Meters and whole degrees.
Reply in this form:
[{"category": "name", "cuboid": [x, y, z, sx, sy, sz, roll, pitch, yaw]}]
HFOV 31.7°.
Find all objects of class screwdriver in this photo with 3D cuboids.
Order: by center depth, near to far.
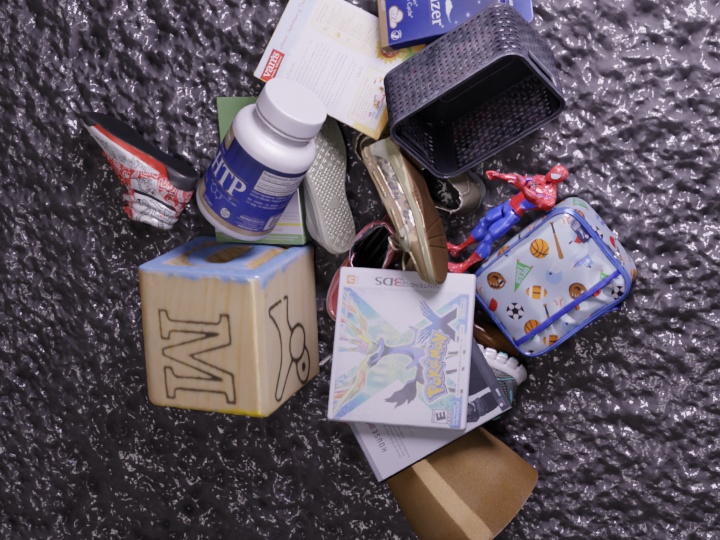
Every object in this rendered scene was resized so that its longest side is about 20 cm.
[{"category": "screwdriver", "cuboid": [-0.017, 0.101, 1.722, 0.028, 0.200, 0.029, 24, 117, 15]}]

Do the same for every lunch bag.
[{"category": "lunch bag", "cuboid": [0.257, 0.012, 1.653, 0.199, 0.076, 0.161, -37, 91, 28]}]

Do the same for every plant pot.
[{"category": "plant pot", "cuboid": [0.107, 0.263, 1.716, 0.186, 0.186, 0.200, -41, 93, 27]}]

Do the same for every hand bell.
[{"category": "hand bell", "cuboid": [0.132, 0.060, 1.727, 0.199, 0.104, 0.105, 31, 115, -3]}]

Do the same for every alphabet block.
[{"category": "alphabet block", "cuboid": [-0.181, 0.073, 1.790, 0.194, 0.195, 0.203, 5, 106, 23]}]

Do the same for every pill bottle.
[{"category": "pill bottle", "cuboid": [-0.128, -0.149, 1.675, 0.119, 0.120, 0.201, 39, 124, 8]}]

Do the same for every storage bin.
[{"category": "storage bin", "cuboid": [0.140, -0.222, 1.585, 0.199, 0.095, 0.135, -29, 137, 27]}]

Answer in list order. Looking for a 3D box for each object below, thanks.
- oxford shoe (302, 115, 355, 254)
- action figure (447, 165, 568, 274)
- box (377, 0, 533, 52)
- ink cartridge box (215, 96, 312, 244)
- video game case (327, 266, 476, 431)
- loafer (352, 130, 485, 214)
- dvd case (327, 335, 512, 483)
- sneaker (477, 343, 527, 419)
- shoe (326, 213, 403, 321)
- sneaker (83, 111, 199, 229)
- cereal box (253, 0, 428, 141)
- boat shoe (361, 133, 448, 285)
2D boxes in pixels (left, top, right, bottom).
[{"category": "oxford shoe", "cuboid": [-0.053, -0.122, 1.751, 0.058, 0.074, 0.203, 8, 111, 58]}, {"category": "action figure", "cuboid": [0.171, -0.082, 1.615, 0.199, 0.066, 0.099, -36, 130, 23]}, {"category": "box", "cuboid": [0.115, -0.356, 1.603, 0.197, 0.032, 0.123, -8, 82, 21]}, {"category": "ink cartridge box", "cuboid": [-0.143, -0.141, 1.791, 0.144, 0.048, 0.203, 3, 109, 23]}, {"category": "video game case", "cuboid": [0.054, 0.100, 1.641, 0.180, 0.022, 0.203, 3, 80, 10]}, {"category": "loafer", "cuboid": [0.073, -0.138, 1.686, 0.198, 0.070, 0.076, 28, 114, 13]}, {"category": "dvd case", "cuboid": [0.076, 0.162, 1.649, 0.198, 0.025, 0.152, -29, 76, 3]}, {"category": "sneaker", "cuboid": [0.124, 0.137, 1.701, 0.198, 0.078, 0.092, 21, 70, -2]}, {"category": "shoe", "cuboid": [0.000, 0.000, 1.743, 0.071, 0.091, 0.201, 42, 116, 11]}, {"category": "sneaker", "cuboid": [-0.340, -0.142, 1.861, 0.200, 0.067, 0.109, 32, 113, 8]}, {"category": "cereal box", "cuboid": [-0.026, -0.278, 1.682, 0.198, 0.039, 0.145, 29, 95, 14]}, {"category": "boat shoe", "cuboid": [0.060, -0.074, 1.634, 0.062, 0.073, 0.203, -19, 84, 23]}]
